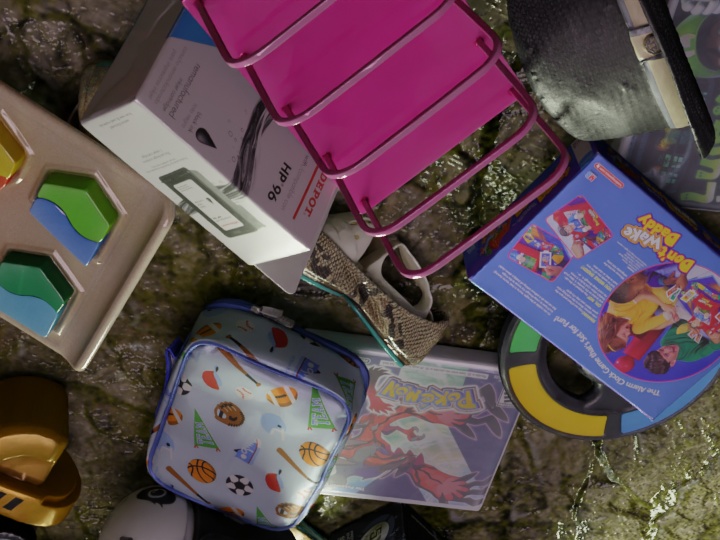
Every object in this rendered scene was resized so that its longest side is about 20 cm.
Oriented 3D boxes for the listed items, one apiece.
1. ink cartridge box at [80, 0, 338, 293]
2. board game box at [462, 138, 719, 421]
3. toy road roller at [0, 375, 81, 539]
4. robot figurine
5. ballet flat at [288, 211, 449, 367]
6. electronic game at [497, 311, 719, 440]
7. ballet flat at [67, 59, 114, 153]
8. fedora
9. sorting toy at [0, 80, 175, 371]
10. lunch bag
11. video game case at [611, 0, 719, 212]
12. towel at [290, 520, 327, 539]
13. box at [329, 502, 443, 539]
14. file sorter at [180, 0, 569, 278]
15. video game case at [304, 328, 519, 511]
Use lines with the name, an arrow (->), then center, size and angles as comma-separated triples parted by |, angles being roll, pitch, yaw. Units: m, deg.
ink cartridge box -> -0.074, -0.086, 0.907 | 0.068, 0.116, 0.200 | -12, 136, 45
board game box -> 0.195, 0.007, 1.009 | 0.200, 0.045, 0.134 | 37, 112, -20
toy road roller -> -0.322, 0.147, 1.098 | 0.200, 0.123, 0.146 | 26, 109, -24
robot figurine -> -0.132, 0.260, 1.172 | 0.200, 0.125, 0.150 | 24, 113, -24
ballet flat -> 0.000, 0.000, 1.036 | 0.075, 0.068, 0.200 | -46, 127, 4
electronic game -> 0.209, 0.058, 1.090 | 0.200, 0.042, 0.200 | -5, 124, -7
ballet flat -> -0.187, -0.065, 0.967 | 0.071, 0.071, 0.200 | 10, 129, -12
fedora -> 0.146, -0.149, 0.838 | 0.092, 0.201, 0.201 | -21, 128, 17
sorting toy -> -0.246, -0.036, 0.945 | 0.200, 0.036, 0.185 | 36, 126, -1
lunch bag -> -0.089, 0.115, 1.096 | 0.160, 0.076, 0.200 | 24, 129, -1
video game case -> 0.285, -0.125, 0.968 | 0.182, 0.023, 0.200 | 6, 129, -8
towel -> -0.120, 0.258, 1.263 | 0.147, 0.022, 0.200 | -31, 126, 21
box -> 0.063, 0.341, 1.250 | 0.086, 0.164, 0.200 | -29, 125, 19
file sorter -> 0.015, -0.114, 0.809 | 0.139, 0.125, 0.200 | -37, 125, 7
video game case -> 0.031, 0.134, 1.167 | 0.200, 0.023, 0.182 | 7, 129, -10
